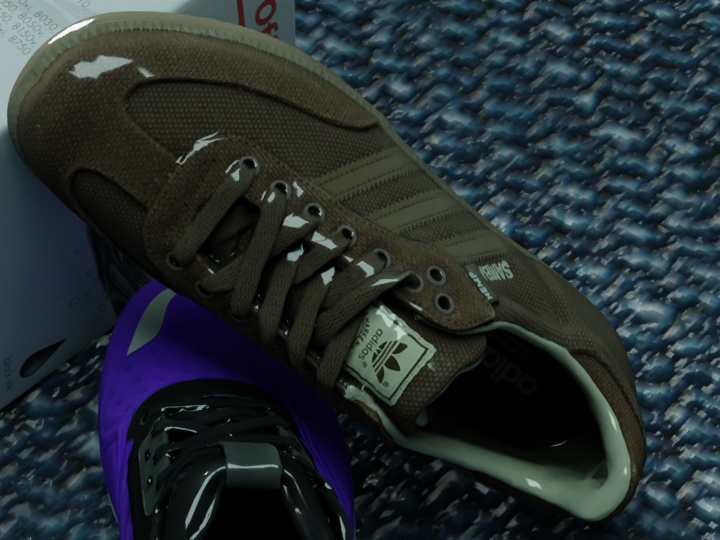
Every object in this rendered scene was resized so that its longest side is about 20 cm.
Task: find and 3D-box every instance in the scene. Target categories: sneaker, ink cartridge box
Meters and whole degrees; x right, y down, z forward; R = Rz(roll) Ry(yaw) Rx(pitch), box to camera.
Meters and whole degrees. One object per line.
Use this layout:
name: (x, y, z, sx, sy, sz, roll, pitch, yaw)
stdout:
sneaker: (0.000, 0.000, 0.786, 0.200, 0.071, 0.076, 29, 15, -24)
sneaker: (-0.030, 0.066, 0.777, 0.069, 0.100, 0.201, -5, 52, -7)
ink cartridge box: (-0.081, -0.046, 0.857, 0.200, 0.116, 0.068, -38, 61, -25)
